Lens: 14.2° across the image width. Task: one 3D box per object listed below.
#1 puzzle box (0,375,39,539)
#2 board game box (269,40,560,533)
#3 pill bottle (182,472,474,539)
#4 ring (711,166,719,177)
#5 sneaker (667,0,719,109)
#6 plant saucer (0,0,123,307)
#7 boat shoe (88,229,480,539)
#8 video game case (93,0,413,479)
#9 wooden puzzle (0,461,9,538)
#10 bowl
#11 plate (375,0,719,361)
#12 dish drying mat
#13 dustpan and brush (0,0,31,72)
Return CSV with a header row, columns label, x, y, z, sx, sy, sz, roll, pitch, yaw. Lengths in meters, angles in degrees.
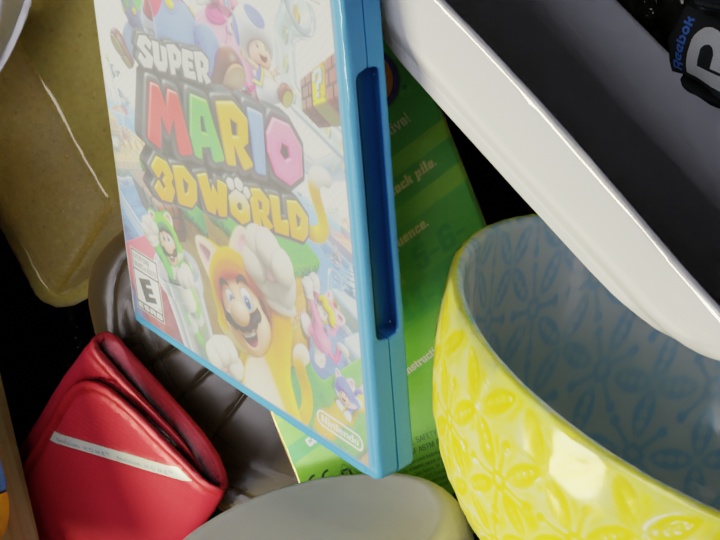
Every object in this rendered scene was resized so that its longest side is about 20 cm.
label,x,y,z,sx,sy,sz,roll,pitch,yaw
puzzle box,-0.176,0.054,1.128,0.133,0.025,0.201,0,104,56
board game box,0.000,0.000,1.015,0.095,0.030,0.201,-21,97,2
pill bottle,0.007,0.180,0.982,0.112,0.113,0.201,-7,112,23
ring,0.135,0.049,1.041,0.200,0.019,0.201,5,104,22
sneaker,0.140,-0.047,0.927,0.112,0.200,0.073,18,124,21
plant saucer,-0.079,-0.117,1.076,0.200,0.048,0.200,-29,90,24
boat shoe,-0.022,0.061,1.072,0.073,0.065,0.200,-38,94,19
video game case,-0.039,-0.045,0.936,0.143,0.018,0.201,31,135,45
wooden puzzle,-0.185,0.037,1.074,0.185,0.046,0.201,14,110,54
bowl,0.104,0.078,0.948,0.200,0.200,0.108,29,116,14
plate,0.080,-0.043,0.933,0.200,0.200,0.032,48,109,14
dish drying mat,-0.107,0.099,1.099,0.077,0.018,0.200,45,142,7
dustpan and brush,-0.159,-0.176,1.048,0.139,0.057,0.200,27,117,3
